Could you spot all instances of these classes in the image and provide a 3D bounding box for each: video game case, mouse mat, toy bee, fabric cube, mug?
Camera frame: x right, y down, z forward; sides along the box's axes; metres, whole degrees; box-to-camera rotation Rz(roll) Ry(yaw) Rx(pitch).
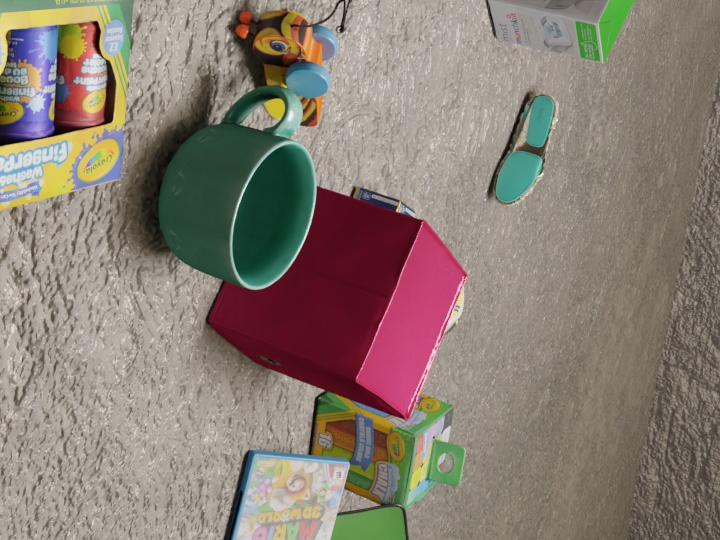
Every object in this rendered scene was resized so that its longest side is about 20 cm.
[{"bbox_3d":[-0.101,0.334,1.614,0.142,0.018,0.202,10,100,-30],"label":"video game case"},{"bbox_3d":[-0.031,0.381,1.709,0.008,0.198,0.162,-99,-178,-48],"label":"mouse mat"},{"bbox_3d":[-0.076,-0.235,1.305,0.131,0.108,0.201,-82,-173,-51],"label":"toy bee"},{"bbox_3d":[-0.020,0.034,1.455,0.201,0.198,0.196,-66,155,-11],"label":"fabric cube"},{"bbox_3d":[-0.124,-0.082,1.268,0.186,0.114,0.153,-58,151,-27],"label":"mug"}]

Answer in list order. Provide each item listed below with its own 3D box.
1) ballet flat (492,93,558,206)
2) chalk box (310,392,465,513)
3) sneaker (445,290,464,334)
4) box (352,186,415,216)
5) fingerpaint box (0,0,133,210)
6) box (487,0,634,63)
[{"bbox_3d":[0.275,-0.191,2.045,0.201,0.075,0.064,-65,170,-6],"label":"ballet flat"},{"bbox_3d":[0.047,0.241,1.723,0.124,0.199,0.126,-27,130,-56],"label":"chalk box"},{"bbox_3d":[0.095,0.065,1.849,0.201,0.075,0.077,-57,151,-31],"label":"sneaker"},{"bbox_3d":[0.000,0.000,1.620,0.064,0.070,0.202,26,83,-66],"label":"box"},{"bbox_3d":[-0.271,-0.141,0.983,0.200,0.073,0.168,-24,127,-57],"label":"fingerpaint box"},{"bbox_3d":[0.309,-0.422,1.833,0.201,0.175,0.097,-60,153,-21],"label":"box"}]
